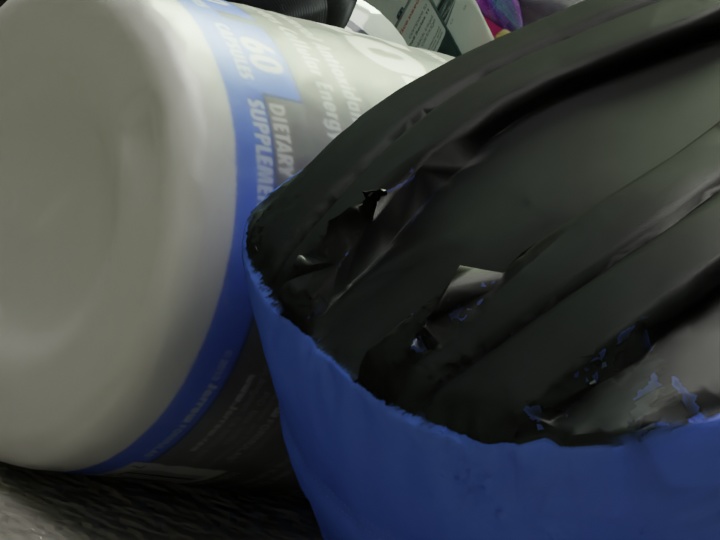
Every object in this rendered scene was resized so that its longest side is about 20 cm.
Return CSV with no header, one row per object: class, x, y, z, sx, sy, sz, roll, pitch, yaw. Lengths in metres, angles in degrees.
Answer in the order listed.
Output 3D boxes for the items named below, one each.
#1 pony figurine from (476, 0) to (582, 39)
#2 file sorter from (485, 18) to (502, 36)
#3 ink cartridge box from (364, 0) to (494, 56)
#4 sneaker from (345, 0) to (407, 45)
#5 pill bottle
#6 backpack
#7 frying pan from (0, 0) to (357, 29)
pony figurine,0.073,-0.116,1.115,0.193,0.166,0.200,-19,77,-40
file sorter,0.134,-0.070,1.249,0.200,0.139,0.125,22,7,17
ink cartridge box,-0.040,-0.089,0.979,0.146,0.083,0.200,23,-13,22
sneaker,-0.089,-0.063,0.813,0.199,0.079,0.079,17,46,24
pill bottle,0.000,0.000,0.692,0.200,0.114,0.114,9,14,-42
backpack,0.088,0.028,0.581,0.200,0.168,0.162,-23,27,-21
frying pan,-0.083,-0.055,0.696,0.189,0.115,0.031,-17,60,-14
